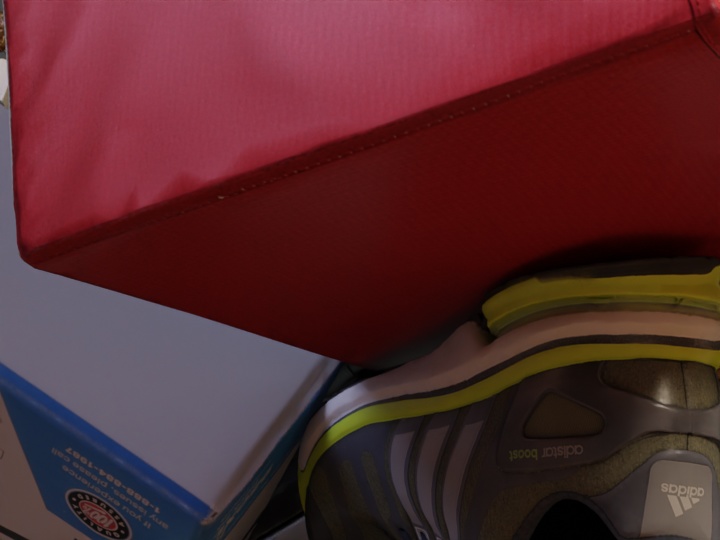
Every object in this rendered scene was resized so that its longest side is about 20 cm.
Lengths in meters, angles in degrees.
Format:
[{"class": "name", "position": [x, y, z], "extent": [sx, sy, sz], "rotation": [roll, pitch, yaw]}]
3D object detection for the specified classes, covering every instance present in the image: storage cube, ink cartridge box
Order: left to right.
[{"class": "ink cartridge box", "position": [-0.107, 0.060, 0.691], "extent": [0.084, 0.145, 0.200], "rotation": [-53, -6, -36]}, {"class": "storage cube", "position": [0.027, -0.085, 0.544], "extent": [0.180, 0.171, 0.200], "rotation": [-17, -19, 26]}]

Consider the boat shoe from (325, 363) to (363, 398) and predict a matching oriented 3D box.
[{"class": "boat shoe", "position": [-0.048, 0.002, 0.745], "extent": [0.062, 0.073, 0.200], "rotation": [-49, 30, -16]}]

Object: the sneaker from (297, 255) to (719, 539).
[{"class": "sneaker", "position": [0.037, 0.065, 0.592], "extent": [0.200, 0.074, 0.081], "rotation": [134, 137, -58]}]

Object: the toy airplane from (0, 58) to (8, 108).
[{"class": "toy airplane", "position": [-0.217, 0.000, 0.962], "extent": [0.199, 0.141, 0.200], "rotation": [-52, 21, 8]}]

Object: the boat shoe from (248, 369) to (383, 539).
[{"class": "boat shoe", "position": [0.011, 0.037, 0.757], "extent": [0.200, 0.060, 0.074], "rotation": [-35, 15, 20]}]
